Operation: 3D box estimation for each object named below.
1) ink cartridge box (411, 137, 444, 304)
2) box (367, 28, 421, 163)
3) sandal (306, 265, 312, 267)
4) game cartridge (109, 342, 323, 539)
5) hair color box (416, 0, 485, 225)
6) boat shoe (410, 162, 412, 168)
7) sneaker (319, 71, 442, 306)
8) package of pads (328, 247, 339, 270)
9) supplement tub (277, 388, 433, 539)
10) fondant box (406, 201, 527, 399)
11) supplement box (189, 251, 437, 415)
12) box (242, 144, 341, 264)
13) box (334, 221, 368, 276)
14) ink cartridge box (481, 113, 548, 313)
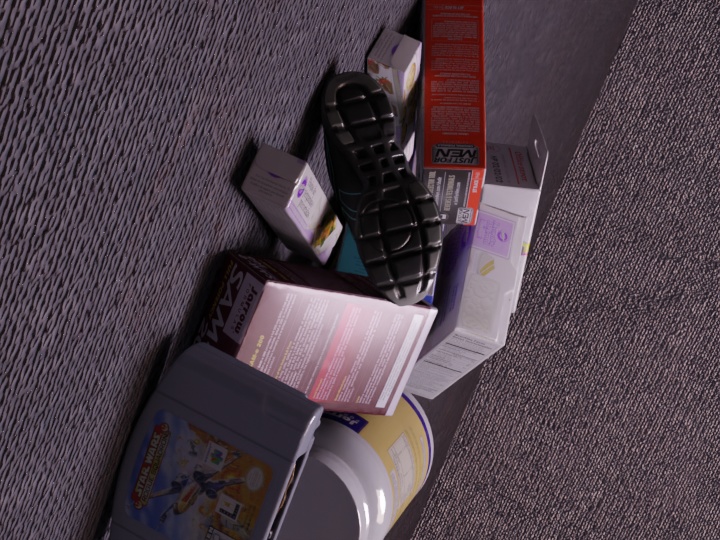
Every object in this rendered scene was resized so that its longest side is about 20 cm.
[{"bbox_3d":[0.063,-0.042,1.443,0.094,0.044,0.201,94,6,-61],"label":"ink cartridge box"},{"bbox_3d":[0.030,-0.151,1.354,0.042,0.039,0.200,-60,167,-25],"label":"box"},{"bbox_3d":[-0.076,0.059,1.330,0.076,0.043,0.200,-48,169,-32],"label":"sandal"},{"bbox_3d":[-0.119,0.164,1.095,0.201,0.133,0.042,-70,168,16],"label":"game cartridge"},{"bbox_3d":[0.084,-0.153,1.352,0.102,0.061,0.201,93,-1,-62],"label":"hair color box"},{"bbox_3d":[0.091,-0.110,1.647,0.200,0.065,0.074,-61,167,-23],"label":"boat shoe"},{"bbox_3d":[0.016,-0.066,1.195,0.079,0.075,0.201,130,-54,-76],"label":"sneaker"},{"bbox_3d":[-0.014,0.064,1.528,0.155,0.068,0.200,-63,169,-5],"label":"package of pads"},{"bbox_3d":[-0.025,0.186,1.299,0.146,0.145,0.200,-70,168,20],"label":"supplement tub"},{"bbox_3d":[0.098,0.035,1.478,0.200,0.058,0.145,134,-28,-62],"label":"fondant box"},{"bbox_3d":[-0.039,0.056,1.182,0.200,0.061,0.109,11,107,-45],"label":"supplement box"},{"bbox_3d":[-0.052,-0.050,1.155,0.039,0.041,0.200,-65,168,-8],"label":"box"},{"bbox_3d":[0.000,0.000,1.362,0.082,0.049,0.200,106,-3,-49],"label":"box"},{"bbox_3d":[0.154,-0.068,1.600,0.115,0.068,0.201,-94,-169,-61],"label":"ink cartridge box"}]
